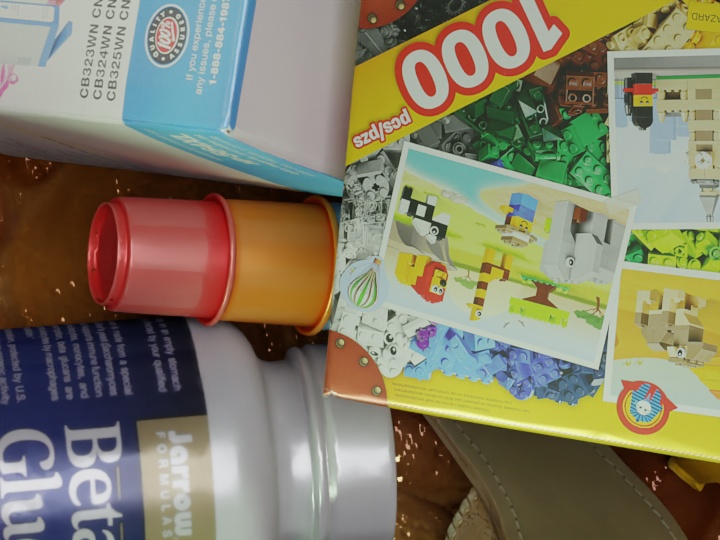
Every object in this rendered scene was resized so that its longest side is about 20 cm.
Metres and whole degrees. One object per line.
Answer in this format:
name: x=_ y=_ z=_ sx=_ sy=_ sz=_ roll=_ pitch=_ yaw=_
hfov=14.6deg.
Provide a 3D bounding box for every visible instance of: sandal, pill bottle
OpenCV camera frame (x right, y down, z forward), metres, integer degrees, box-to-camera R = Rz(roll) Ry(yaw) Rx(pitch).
sandal: x=0.063 y=0.098 z=1.064 sx=0.077 sy=0.070 sz=0.212 roll=-17 pitch=66 yaw=-30
pill bottle: x=-0.092 y=0.074 z=1.013 sx=0.199 sy=0.111 sz=0.112 roll=-5 pitch=89 yaw=-11

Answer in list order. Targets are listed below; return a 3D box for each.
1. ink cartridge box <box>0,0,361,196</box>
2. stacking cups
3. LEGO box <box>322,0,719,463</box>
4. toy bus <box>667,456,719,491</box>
ink cartridge box: x=-0.090 y=-0.105 z=0.980 sx=0.199 sy=0.125 sz=0.129 roll=7 pitch=85 yaw=28
stacking cups: x=0.000 y=0.000 z=1.018 sx=0.199 sy=0.060 sz=0.061 roll=4 pitch=88 yaw=-20
LEGO box: x=0.098 y=-0.020 z=0.920 sx=0.199 sy=0.077 sz=0.150 roll=8 pitch=100 yaw=18
toy bus: x=0.180 y=0.043 z=1.027 sx=0.192 sy=0.200 sz=0.136 roll=31 pitch=84 yaw=0
